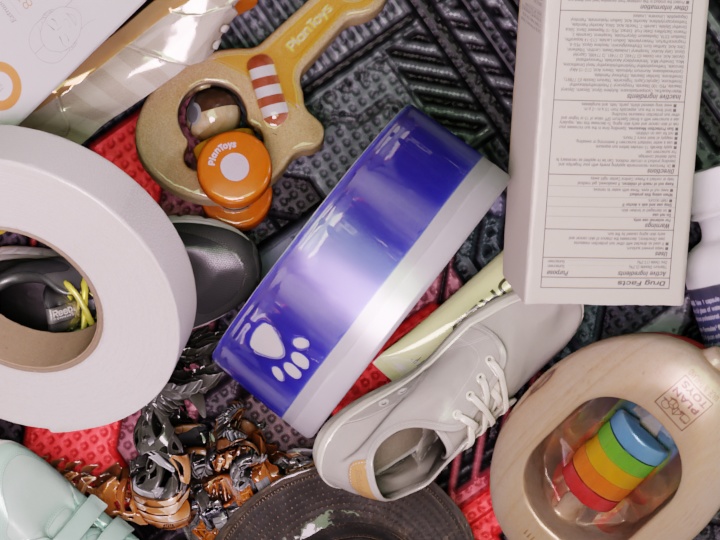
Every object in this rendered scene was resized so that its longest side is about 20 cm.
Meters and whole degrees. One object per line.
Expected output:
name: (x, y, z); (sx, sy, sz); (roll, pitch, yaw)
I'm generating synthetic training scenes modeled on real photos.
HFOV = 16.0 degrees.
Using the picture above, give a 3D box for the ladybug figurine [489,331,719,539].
ladybug figurine: (0.164, 0.108, 1.579); (0.136, 0.072, 0.200); (48, 125, 2)

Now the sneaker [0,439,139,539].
sneaker: (-0.143, 0.168, 1.546); (0.118, 0.074, 0.201); (-22, 114, 42)

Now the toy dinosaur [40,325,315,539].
toy dinosaur: (-0.114, 0.118, 1.603); (0.199, 0.102, 0.136); (-9, 109, -21)

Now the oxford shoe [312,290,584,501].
oxford shoe: (0.063, 0.078, 1.569); (0.200, 0.058, 0.075); (-34, 131, -17)

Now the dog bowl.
dog bowl: (0.000, 0.000, 1.543); (0.079, 0.200, 0.200); (37, 91, 2)

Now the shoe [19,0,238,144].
shoe: (-0.127, -0.137, 1.573); (0.200, 0.070, 0.053); (-33, 104, 8)

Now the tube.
tube: (0.104, 0.014, 1.620); (0.200, 0.052, 0.058); (-44, 72, 3)

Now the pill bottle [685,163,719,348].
pill bottle: (0.265, 0.026, 1.588); (0.111, 0.111, 0.201); (-17, 91, 0)

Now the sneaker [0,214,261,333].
sneaker: (-0.160, 0.019, 1.591); (0.199, 0.085, 0.075); (-10, 106, 7)

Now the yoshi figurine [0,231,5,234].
yoshi figurine: (-0.278, -0.111, 1.590); (0.112, 0.112, 0.201); (-17, 89, -7)

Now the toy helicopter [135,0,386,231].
toy helicopter: (-0.064, -0.131, 1.615); (0.132, 0.079, 0.200); (42, 80, 8)

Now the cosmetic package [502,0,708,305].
cosmetic package: (0.146, -0.084, 1.537); (0.103, 0.073, 0.201); (1, 106, -10)

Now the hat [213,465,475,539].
hat: (-0.004, 0.221, 1.584); (0.200, 0.081, 0.201); (-2, 107, -8)

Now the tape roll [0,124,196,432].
tape roll: (-0.195, 0.007, 1.499); (0.202, 0.037, 0.203); (9, 128, 12)

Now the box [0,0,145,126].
box: (-0.216, -0.174, 1.535); (0.200, 0.097, 0.125); (-48, 112, -29)
